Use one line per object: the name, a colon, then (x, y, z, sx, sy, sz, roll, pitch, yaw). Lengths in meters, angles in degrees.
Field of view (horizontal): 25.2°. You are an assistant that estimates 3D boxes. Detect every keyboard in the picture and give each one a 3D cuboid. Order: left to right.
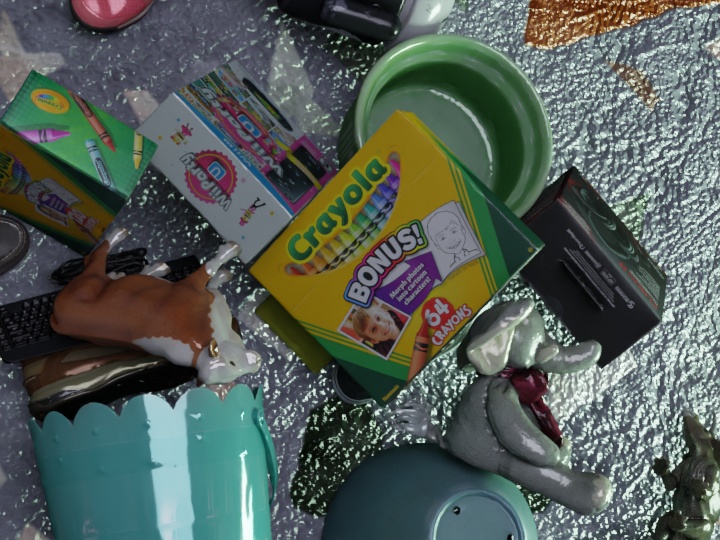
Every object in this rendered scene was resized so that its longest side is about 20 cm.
keyboard: (-0.231, 0.017, 1.409, 0.199, 0.040, 0.104, -15, 38, -22)

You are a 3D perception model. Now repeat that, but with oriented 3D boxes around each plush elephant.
plush elephant: (0.141, 0.100, 1.428, 0.199, 0.165, 0.155, 22, 95, -4)

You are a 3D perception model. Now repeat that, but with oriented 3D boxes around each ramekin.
ramekin: (0.074, -0.117, 1.546, 0.199, 0.098, 0.201, 5, 75, -18)

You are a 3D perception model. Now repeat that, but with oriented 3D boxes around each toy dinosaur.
toy dinosaur: (0.320, 0.234, 1.557, 0.102, 0.077, 0.201, 15, 85, -49)

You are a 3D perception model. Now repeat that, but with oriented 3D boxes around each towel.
towel: (0.000, 0.000, 1.476, 0.200, 0.018, 0.086, -44, 89, 15)

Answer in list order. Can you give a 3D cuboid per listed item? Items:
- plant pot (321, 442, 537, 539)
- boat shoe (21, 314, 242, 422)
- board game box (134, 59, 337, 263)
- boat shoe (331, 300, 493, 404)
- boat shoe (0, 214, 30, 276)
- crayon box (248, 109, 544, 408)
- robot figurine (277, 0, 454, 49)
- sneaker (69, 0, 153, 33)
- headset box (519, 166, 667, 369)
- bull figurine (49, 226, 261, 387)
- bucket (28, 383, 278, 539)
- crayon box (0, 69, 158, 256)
plant pot: (0.080, 0.247, 1.441, 0.199, 0.135, 0.201, 5, 76, -19)
boat shoe: (-0.203, 0.069, 1.419, 0.199, 0.076, 0.074, -17, 70, -24)
board game box: (-0.107, -0.101, 1.430, 0.064, 0.200, 0.148, -42, 94, 19)
boat shoe: (0.059, 0.059, 1.521, 0.200, 0.057, 0.069, -38, 91, -23)
boat shoe: (-0.380, -0.013, 1.385, 0.199, 0.057, 0.067, -10, 81, -21)
crayon box: (0.031, -0.011, 1.421, 0.173, 0.058, 0.200, 45, 103, 5)
robot figurine: (-0.006, -0.286, 1.548, 0.199, 0.125, 0.151, 17, 77, -15)
sneaker: (-0.192, -0.301, 1.504, 0.200, 0.087, 0.074, -42, 92, -23)
headset box: (0.213, -0.005, 1.515, 0.077, 0.200, 0.149, -40, 92, 17)
bull figurine: (-0.162, 0.030, 1.336, 0.199, 0.065, 0.122, 11, 48, 23)
bucket: (-0.168, 0.175, 1.338, 0.206, 0.207, 0.135, -6, 83, -20)
crayon box: (-0.254, -0.086, 1.369, 0.119, 0.200, 0.058, 31, 69, -10)
